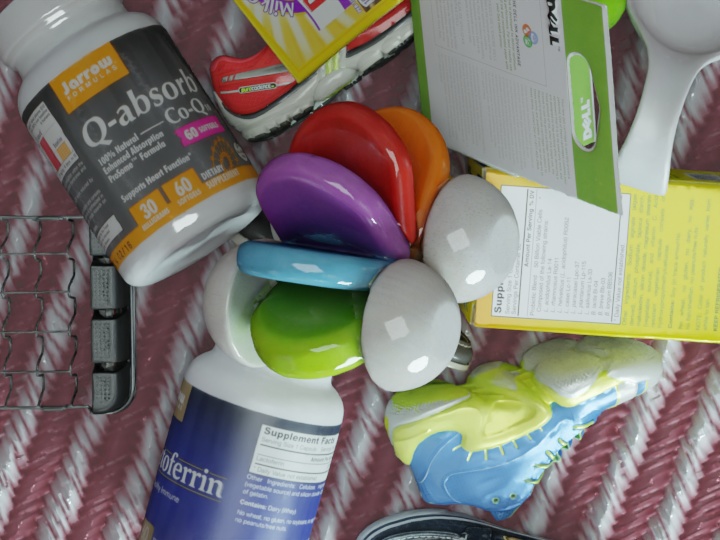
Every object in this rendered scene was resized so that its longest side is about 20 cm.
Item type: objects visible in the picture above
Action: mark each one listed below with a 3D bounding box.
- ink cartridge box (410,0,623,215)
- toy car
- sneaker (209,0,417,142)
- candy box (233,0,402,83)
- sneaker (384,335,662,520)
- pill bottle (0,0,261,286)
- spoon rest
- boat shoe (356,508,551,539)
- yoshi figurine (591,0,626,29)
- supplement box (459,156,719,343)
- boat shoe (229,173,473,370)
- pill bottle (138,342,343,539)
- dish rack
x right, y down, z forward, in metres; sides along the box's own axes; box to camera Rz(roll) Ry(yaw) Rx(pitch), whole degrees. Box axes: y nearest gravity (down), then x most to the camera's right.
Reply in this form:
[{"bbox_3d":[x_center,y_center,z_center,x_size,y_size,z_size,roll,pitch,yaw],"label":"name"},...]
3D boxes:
[{"bbox_3d":[0.122,-0.136,1.573,0.075,0.200,0.149,-23,121,-30],"label":"ink cartridge box"},{"bbox_3d":[-0.008,-0.025,1.558,0.174,0.200,0.151,10,136,32],"label":"toy car"},{"bbox_3d":[-0.017,-0.170,1.670,0.199,0.077,0.085,-34,92,2],"label":"sneaker"},{"bbox_3d":[-0.065,-0.231,1.603,0.102,0.026,0.200,-36,95,34],"label":"candy box"},{"bbox_3d":[0.121,0.113,1.718,0.198,0.076,0.106,-12,109,6],"label":"sneaker"},{"bbox_3d":[-0.159,-0.100,1.639,0.116,0.116,0.201,-34,84,2],"label":"pill bottle"},{"bbox_3d":[0.215,-0.147,1.645,0.099,0.061,0.201,17,56,4],"label":"spoon rest"},{"bbox_3d":[0.094,0.216,1.712,0.199,0.091,0.071,8,97,-3],"label":"boat shoe"},{"bbox_3d":[0.138,-0.241,1.653,0.111,0.112,0.202,-6,100,-8],"label":"yoshi figurine"},{"bbox_3d":[0.172,-0.016,1.678,0.198,0.110,0.110,4,97,-4],"label":"supplement box"},{"bbox_3d":[0.000,0.000,1.694,0.199,0.067,0.057,31,99,-2],"label":"boat shoe"},{"bbox_3d":[-0.077,0.123,1.681,0.115,0.116,0.201,16,95,-4],"label":"pill bottle"},{"bbox_3d":[-0.257,0.028,1.694,0.198,0.055,0.155,0,96,-1],"label":"dish rack"}]
